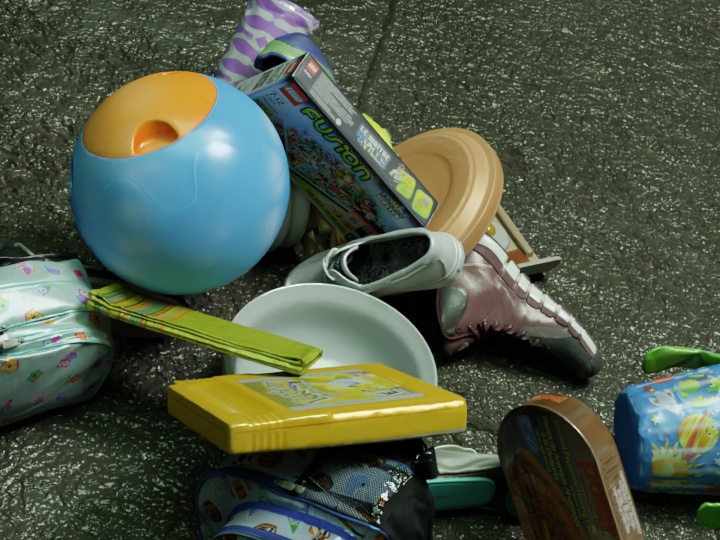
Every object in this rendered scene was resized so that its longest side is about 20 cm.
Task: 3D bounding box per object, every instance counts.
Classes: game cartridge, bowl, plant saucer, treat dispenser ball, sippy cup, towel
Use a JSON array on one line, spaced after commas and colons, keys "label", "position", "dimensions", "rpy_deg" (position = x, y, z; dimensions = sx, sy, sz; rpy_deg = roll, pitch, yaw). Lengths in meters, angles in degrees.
[{"label": "game cartridge", "position": [-0.041, 0.107, 1.212], "dimensions": [0.198, 0.033, 0.176], "rpy_deg": [-1, 7, -25]}, {"label": "bowl", "position": [-0.034, 0.114, 1.375], "dimensions": [0.199, 0.091, 0.202], "rpy_deg": [8, 44, -7]}, {"label": "plant saucer", "position": [0.051, -0.065, 1.526], "dimensions": [0.199, 0.032, 0.202], "rpy_deg": [-24, 42, 23]}, {"label": "treat dispenser ball", "position": [-0.163, -0.079, 1.368], "dimensions": [0.199, 0.202, 0.202], "rpy_deg": [8, 44, -8]}, {"label": "sippy cup", "position": [0.309, 0.152, 1.414], "dimensions": [0.129, 0.141, 0.178], "rpy_deg": [-5, 8, -6]}, {"label": "towel", "position": [-0.133, 0.047, 1.310], "dimensions": [0.198, 0.018, 0.086], "rpy_deg": [17, 12, 8]}]

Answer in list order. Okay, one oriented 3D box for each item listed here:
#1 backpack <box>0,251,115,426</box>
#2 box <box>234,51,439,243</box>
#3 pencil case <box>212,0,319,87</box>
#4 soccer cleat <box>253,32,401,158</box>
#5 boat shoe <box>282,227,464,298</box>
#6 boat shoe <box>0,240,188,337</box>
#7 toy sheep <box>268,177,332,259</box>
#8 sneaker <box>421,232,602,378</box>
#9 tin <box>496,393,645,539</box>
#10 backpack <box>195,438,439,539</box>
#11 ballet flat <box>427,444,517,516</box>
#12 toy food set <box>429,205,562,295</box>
[{"label": "backpack", "position": [-0.317, 0.064, 1.317], "dimensions": [0.199, 0.167, 0.127], "rpy_deg": [-14, 67, -35]}, {"label": "box", "position": [-0.027, -0.110, 1.434], "dimensions": [0.200, 0.110, 0.035], "rpy_deg": [47, 54, -23]}, {"label": "pencil case", "position": [-0.121, -0.199, 1.596], "dimensions": [0.085, 0.201, 0.084], "rpy_deg": [36, 7, 41]}, {"label": "soccer cleat", "position": [-0.035, -0.149, 1.521], "dimensions": [0.083, 0.065, 0.201], "rpy_deg": [-31, 82, -39]}, {"label": "boat shoe", "position": [0.000, 0.000, 1.443], "dimensions": [0.198, 0.068, 0.073], "rpy_deg": [-6, 71, 32]}, {"label": "boat shoe", "position": [-0.255, 0.011, 1.430], "dimensions": [0.198, 0.073, 0.063], "rpy_deg": [10, 47, 1]}, {"label": "toy sheep", "position": [-0.091, -0.079, 1.527], "dimensions": [0.198, 0.139, 0.139], "rpy_deg": [-2, 46, -26]}, {"label": "sneaker", "position": [0.137, 0.062, 1.495], "dimensions": [0.200, 0.076, 0.116], "rpy_deg": [43, 74, 0]}, {"label": "tin", "position": [0.184, 0.200, 1.290], "dimensions": [0.042, 0.202, 0.112], "rpy_deg": [-26, 13, -36]}, {"label": "backpack", "position": [-0.043, 0.219, 1.213], "dimensions": [0.189, 0.202, 0.154], "rpy_deg": [22, 37, 31]}, {"label": "ballet flat", "position": [0.123, 0.185, 1.369], "dimensions": [0.198, 0.068, 0.064], "rpy_deg": [5, 34, -12]}, {"label": "toy food set", "position": [0.106, -0.062, 1.609], "dimensions": [0.142, 0.061, 0.201], "rpy_deg": [-12, 51, -25]}]
